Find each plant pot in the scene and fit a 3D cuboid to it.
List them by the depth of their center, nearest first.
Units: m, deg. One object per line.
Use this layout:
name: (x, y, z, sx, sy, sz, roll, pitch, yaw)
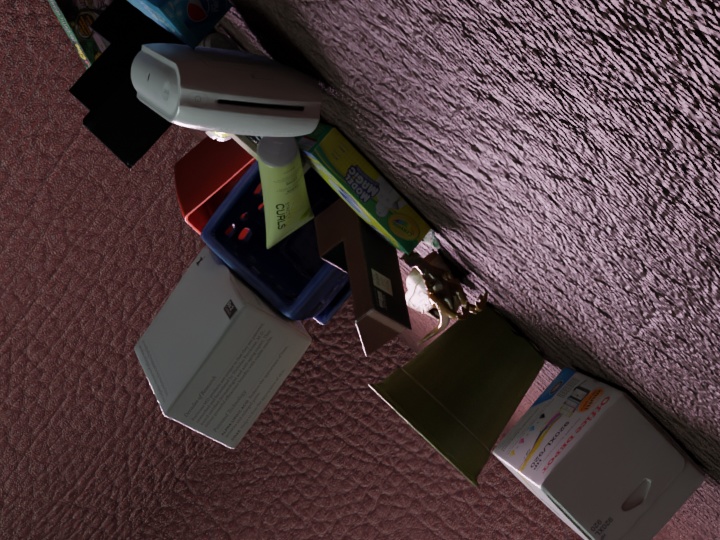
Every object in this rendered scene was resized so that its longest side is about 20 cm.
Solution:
plant pot: (0.146, 0.154, 1.727, 0.200, 0.190, 0.200, 43, 177, 3)
plant pot: (-0.075, -0.049, 1.833, 0.200, 0.201, 0.180, 41, -177, 22)
plant pot: (-0.274, -0.175, 2.664, 0.177, 0.199, 0.200, 53, -176, 39)

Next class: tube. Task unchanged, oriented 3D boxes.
tube: (-0.092, -0.095, 1.576, 0.057, 0.053, 0.201, 4, 152, 3)

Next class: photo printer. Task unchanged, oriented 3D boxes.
photo printer: (-0.137, -0.186, 1.325, 0.164, 0.071, 0.200, 2, -165, -24)

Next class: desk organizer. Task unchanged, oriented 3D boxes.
desk organizer: (0.000, 0.000, 1.618, 0.071, 0.077, 0.202, 29, -142, -38)

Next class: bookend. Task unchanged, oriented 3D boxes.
bookend: (-0.296, -0.265, 1.662, 0.092, 0.200, 0.198, 45, 175, -40)

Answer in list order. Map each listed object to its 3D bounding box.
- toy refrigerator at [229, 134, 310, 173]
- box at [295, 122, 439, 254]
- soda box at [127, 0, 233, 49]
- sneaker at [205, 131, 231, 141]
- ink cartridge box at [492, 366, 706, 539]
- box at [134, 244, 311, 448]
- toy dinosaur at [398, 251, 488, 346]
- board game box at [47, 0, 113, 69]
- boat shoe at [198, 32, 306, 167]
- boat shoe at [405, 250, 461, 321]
toy refrigerator: (-0.143, -0.205, 1.672, 0.200, 0.076, 0.070, 43, 177, 19)
box: (0.008, -0.092, 1.546, 0.200, 0.048, 0.117, 43, 177, -18)
soda box: (-0.220, -0.311, 1.370, 0.200, 0.064, 0.068, 39, 175, 46)
sneaker: (-0.275, -0.299, 2.124, 0.199, 0.079, 0.090, 38, 169, -14)
ink cartridge box: (0.273, 0.225, 1.492, 0.145, 0.147, 0.200, 43, 176, -10)
box: (-0.199, 0.104, 1.822, 0.130, 0.201, 0.199, 31, -170, -32)
toy dinosaur: (0.106, 0.036, 1.626, 0.105, 0.061, 0.201, 25, 152, 35)
board game box: (-0.368, -0.359, 1.772, 0.023, 0.105, 0.201, 19, 149, 32)
boat shoe: (-0.138, -0.200, 1.572, 0.200, 0.062, 0.075, 49, -142, -20)
boat shoe: (0.104, 0.036, 1.743, 0.069, 0.074, 0.200, 48, 177, 13)
